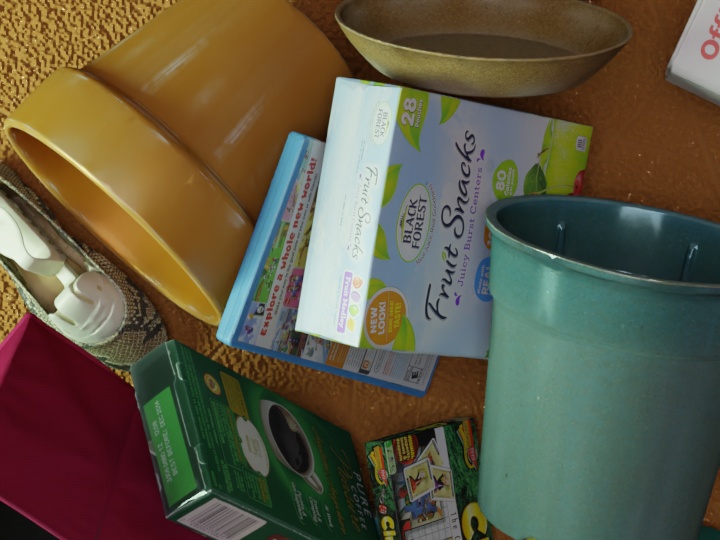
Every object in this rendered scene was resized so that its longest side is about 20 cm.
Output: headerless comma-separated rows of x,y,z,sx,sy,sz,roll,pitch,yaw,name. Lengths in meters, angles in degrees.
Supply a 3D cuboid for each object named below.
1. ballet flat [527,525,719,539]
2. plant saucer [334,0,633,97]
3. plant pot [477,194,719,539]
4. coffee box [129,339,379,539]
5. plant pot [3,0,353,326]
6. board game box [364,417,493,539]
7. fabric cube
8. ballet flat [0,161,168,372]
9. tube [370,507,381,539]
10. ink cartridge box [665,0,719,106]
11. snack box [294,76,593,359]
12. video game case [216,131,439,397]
0.203,0.201,1.519,0.199,0.067,0.067,23,114,7,ballet flat
0.081,-0.150,1.456,0.198,0.200,0.036,5,110,5,plant saucer
0.162,0.072,1.410,0.198,0.200,0.198,10,104,5,plant pot
-0.064,0.135,1.451,0.044,0.200,0.124,-34,53,21,coffee box
-0.107,-0.097,1.480,0.200,0.200,0.183,41,79,3,plant pot
0.057,0.208,1.509,0.023,0.104,0.202,-9,91,37,board game box
-0.210,0.192,1.432,0.199,0.200,0.196,35,114,-13,fabric cube
-0.220,-0.001,1.538,0.068,0.075,0.200,-45,88,3,ballet flat
0.027,0.269,1.536,0.077,0.050,0.202,-2,92,-18,tube
0.325,-0.156,1.483,0.199,0.084,0.147,26,93,5,ink cartridge box
0.058,-0.029,1.455,0.067,0.199,0.170,13,95,45,snack box
0.000,0.000,1.475,0.018,0.199,0.144,23,94,43,video game case
